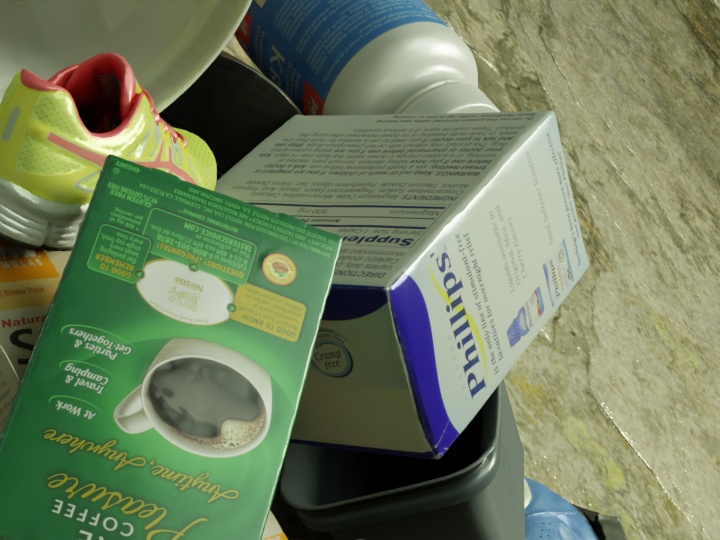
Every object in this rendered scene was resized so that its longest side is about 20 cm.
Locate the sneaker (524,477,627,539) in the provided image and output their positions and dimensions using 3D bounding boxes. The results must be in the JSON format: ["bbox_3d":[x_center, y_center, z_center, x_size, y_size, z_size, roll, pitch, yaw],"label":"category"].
[{"bbox_3d":[0.127,0.209,1.070,0.110,0.077,0.201,21,27,-15],"label":"sneaker"}]

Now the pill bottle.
[{"bbox_3d":[0.007,-0.130,1.128,0.112,0.113,0.200,17,25,-48],"label":"pill bottle"}]

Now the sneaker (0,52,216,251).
[{"bbox_3d":[-0.124,-0.065,0.888,0.078,0.091,0.200,22,14,17],"label":"sneaker"}]

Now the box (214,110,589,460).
[{"bbox_3d":[0.000,0.000,0.966,0.200,0.182,0.106,-45,127,-45],"label":"box"}]

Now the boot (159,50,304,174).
[{"bbox_3d":[-0.115,-0.137,1.142,0.187,0.069,0.200,23,16,-11],"label":"boot"}]

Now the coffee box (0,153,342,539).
[{"bbox_3d":[-0.088,0.054,0.773,0.122,0.044,0.201,19,56,-8],"label":"coffee box"}]

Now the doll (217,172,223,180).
[{"bbox_3d":[-0.095,-0.037,1.088,0.199,0.049,0.137,30,20,-36],"label":"doll"}]

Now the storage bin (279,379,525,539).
[{"bbox_3d":[0.032,0.117,1.015,0.201,0.144,0.135,-83,154,-58],"label":"storage bin"}]

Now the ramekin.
[{"bbox_3d":[-0.157,-0.157,0.893,0.105,0.200,0.199,50,24,21],"label":"ramekin"}]

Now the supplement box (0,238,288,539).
[{"bbox_3d":[-0.136,0.081,0.840,0.201,0.073,0.126,57,27,15],"label":"supplement box"}]
